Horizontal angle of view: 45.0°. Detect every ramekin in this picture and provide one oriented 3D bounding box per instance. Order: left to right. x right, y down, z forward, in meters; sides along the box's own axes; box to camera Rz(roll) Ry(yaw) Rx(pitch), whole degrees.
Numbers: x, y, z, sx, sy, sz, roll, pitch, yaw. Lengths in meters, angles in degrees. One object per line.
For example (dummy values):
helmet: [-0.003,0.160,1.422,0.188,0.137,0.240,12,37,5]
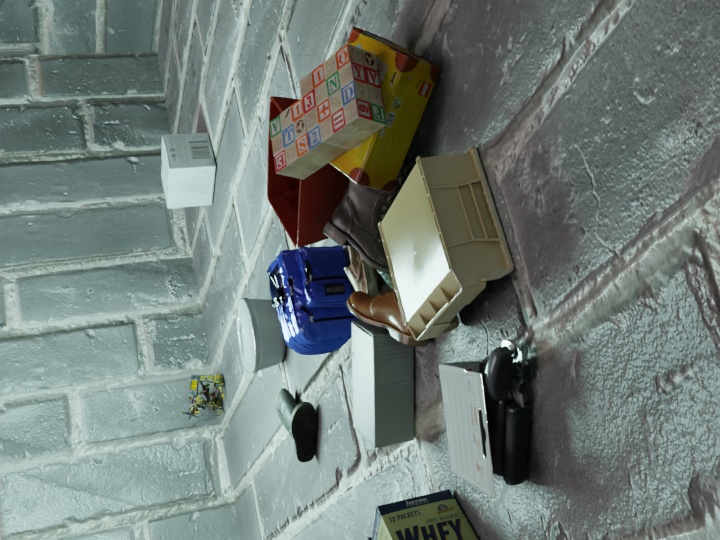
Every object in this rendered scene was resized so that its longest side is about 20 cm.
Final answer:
ramekin: [-0.267,0.171,2.356,0.202,0.092,0.207,173,90,-70]

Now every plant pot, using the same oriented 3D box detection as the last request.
plant pot: [-0.056,-0.182,1.538,0.201,0.173,0.203,-126,35,-52]

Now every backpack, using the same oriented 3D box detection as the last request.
backpack: [-0.089,0.059,1.727,0.168,0.159,0.204,138,124,-62]

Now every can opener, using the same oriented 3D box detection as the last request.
can opener: [0.189,0.186,1.140,0.053,0.065,0.204,-142,44,-62]

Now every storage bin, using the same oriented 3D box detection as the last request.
storage bin: [0.115,-0.032,1.231,0.200,0.092,0.202,124,136,-60]

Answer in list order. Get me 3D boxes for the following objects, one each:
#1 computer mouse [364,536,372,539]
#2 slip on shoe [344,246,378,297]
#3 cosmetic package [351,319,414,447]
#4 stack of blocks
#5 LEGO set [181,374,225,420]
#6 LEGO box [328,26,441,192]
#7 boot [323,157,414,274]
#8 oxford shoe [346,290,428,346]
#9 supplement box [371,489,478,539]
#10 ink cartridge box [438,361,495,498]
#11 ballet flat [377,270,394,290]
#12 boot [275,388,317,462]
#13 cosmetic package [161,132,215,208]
computer mouse: [0.061,0.572,1.633,0.200,0.043,0.111,-128,20,-54]
slip on shoe: [0.000,0.000,1.576,0.076,0.059,0.205,-89,-4,-86]
cosmetic package: [0.039,0.194,1.523,0.106,0.088,0.205,-157,65,-64]
stack of blocks: [-0.054,-0.233,1.300,0.198,0.058,0.118,-27,65,43]
LEGO set: [-0.578,0.483,3.234,0.117,0.150,0.202,-93,19,-48]
LEGO box: [0.017,-0.245,1.325,0.149,0.076,0.203,40,114,44]
boot: [0.043,-0.100,1.408,0.177,0.198,0.069,-62,-10,12]
oxford shoe: [0.049,0.062,1.463,0.198,0.070,0.073,22,110,47]
supplement box: [0.109,0.494,1.347,0.201,0.131,0.204,-123,33,-51]
ink cartridge box: [0.163,0.212,1.199,0.200,0.049,0.165,164,100,-77]
ballet flat: [0.033,-0.065,1.486,0.074,0.073,0.205,-163,68,-68]
boot: [-0.163,0.357,2.180,0.201,0.071,0.185,-116,29,-58]
cosmetic package: [-0.600,-0.346,3.020,0.202,0.161,0.167,108,150,-49]
